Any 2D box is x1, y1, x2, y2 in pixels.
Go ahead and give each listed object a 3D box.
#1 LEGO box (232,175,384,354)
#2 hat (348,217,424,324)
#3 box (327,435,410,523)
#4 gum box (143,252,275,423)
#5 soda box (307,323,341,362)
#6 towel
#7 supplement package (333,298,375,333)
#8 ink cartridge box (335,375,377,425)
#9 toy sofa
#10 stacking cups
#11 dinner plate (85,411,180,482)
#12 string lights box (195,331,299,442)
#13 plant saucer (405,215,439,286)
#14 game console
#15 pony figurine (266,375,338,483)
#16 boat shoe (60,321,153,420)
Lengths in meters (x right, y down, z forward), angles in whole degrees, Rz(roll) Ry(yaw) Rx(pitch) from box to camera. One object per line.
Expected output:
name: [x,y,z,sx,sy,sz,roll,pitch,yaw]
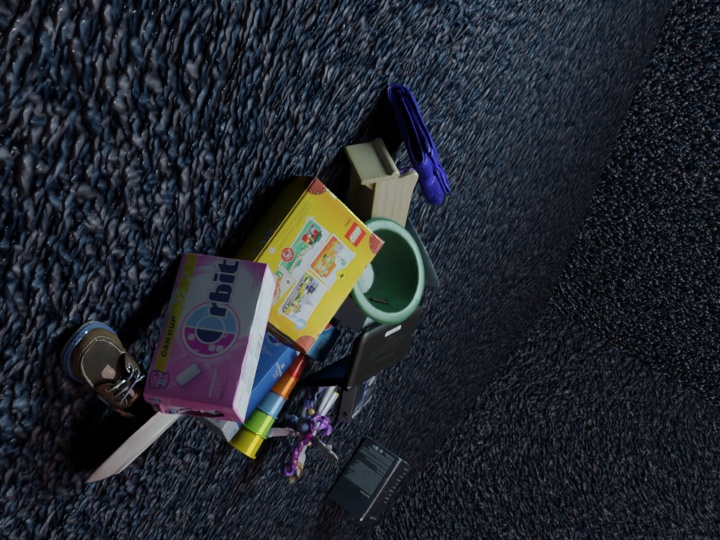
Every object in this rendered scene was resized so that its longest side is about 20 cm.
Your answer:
LEGO box: [-0.085,-0.010,1.269,0.149,0.077,0.201,42,76,-28]
hat: [-0.024,0.007,1.457,0.199,0.175,0.167,17,73,-42]
box: [0.027,0.586,2.507,0.197,0.123,0.200,-57,162,-9]
gum box: [-0.184,0.087,1.115,0.066,0.112,0.202,79,20,-64]
soda box: [-0.097,0.101,1.548,0.068,0.064,0.200,-57,162,-5]
towel: [0.098,-0.203,1.466,0.049,0.149,0.200,-20,162,6]
supplement package: [0.020,0.026,1.655,0.200,0.109,0.114,-15,134,-64]
ink cartridge box: [-0.005,0.283,2.098,0.099,0.039,0.201,-44,157,-39]
toy sofa: [0.023,-0.110,1.445,0.097,0.083,0.201,-12,142,-16]
stacking cups: [-0.163,0.232,1.603,0.201,0.060,0.061,-60,161,-7]
dinner plate: [-0.282,0.217,1.204,0.200,0.024,0.200,-44,-179,0]
string lights box: [-0.177,0.142,1.349,0.200,0.102,0.059,-50,159,-21]
plant saucer: [0.080,-0.055,1.591,0.027,0.201,0.200,-28,158,-2]
game console: [-0.002,0.136,1.641,0.199,0.116,0.177,-23,136,-52]
pony figurine: [-0.104,0.307,1.754,0.193,0.165,0.201,93,18,-68]
boat shoe: [-0.291,0.125,1.082,0.072,0.072,0.200,-53,160,-17]
